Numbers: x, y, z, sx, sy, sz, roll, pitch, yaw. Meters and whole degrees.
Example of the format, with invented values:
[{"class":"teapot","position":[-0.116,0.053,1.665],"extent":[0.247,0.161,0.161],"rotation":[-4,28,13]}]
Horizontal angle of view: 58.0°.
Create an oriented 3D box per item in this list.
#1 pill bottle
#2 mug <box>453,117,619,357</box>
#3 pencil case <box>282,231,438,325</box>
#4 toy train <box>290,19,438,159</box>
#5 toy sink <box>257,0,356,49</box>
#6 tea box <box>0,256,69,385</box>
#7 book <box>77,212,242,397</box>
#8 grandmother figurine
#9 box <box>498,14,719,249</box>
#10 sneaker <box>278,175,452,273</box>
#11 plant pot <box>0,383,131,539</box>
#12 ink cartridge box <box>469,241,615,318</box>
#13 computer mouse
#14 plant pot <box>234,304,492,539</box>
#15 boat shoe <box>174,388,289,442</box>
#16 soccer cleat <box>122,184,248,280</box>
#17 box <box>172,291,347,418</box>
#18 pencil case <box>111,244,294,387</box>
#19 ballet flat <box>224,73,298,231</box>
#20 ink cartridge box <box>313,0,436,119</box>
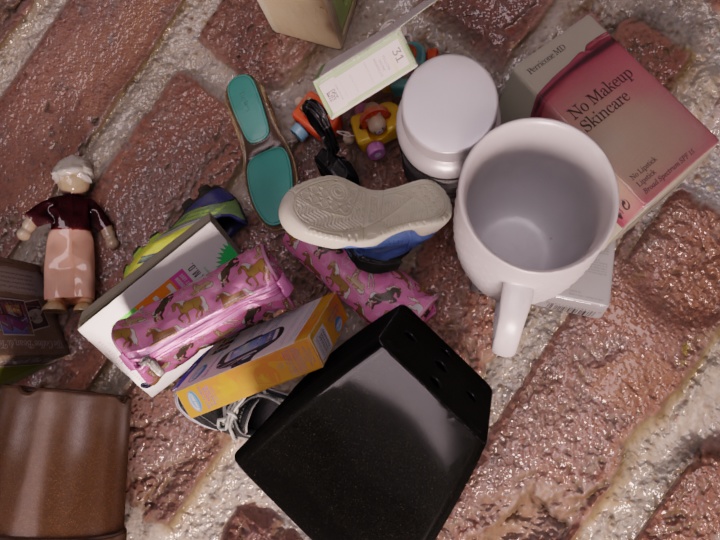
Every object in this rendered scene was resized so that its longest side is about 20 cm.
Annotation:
[{"class":"pill bottle","position":[0.095,-0.149,0.712],"extent":[0.110,0.200,0.118],"rotation":[-1,83,7]},{"class":"mug","position":[0.158,-0.016,0.648],"extent":[0.143,0.176,0.206],"rotation":[11,73,8]},{"class":"pencil case","position":[0.000,0.000,0.768],"extent":[0.199,0.083,0.087],"rotation":[42,71,9]},{"class":"toy train","position":[0.004,-0.225,0.792],"extent":[0.200,0.056,0.150],"rotation":[-47,66,-1]},{"class":"toy sink","position":[-0.046,-0.404,0.794],"extent":[0.109,0.130,0.206],"rotation":[16,85,8]},{"class":"tea box","position":[-0.495,0.082,0.765],"extent":[0.192,0.200,0.137],"rotation":[-25,81,3]},{"class":"book","position":[-0.218,0.045,0.787],"extent":[0.198,0.048,0.135],"rotation":[-37,117,2]},{"class":"grandmother figurine","position":[-0.375,-0.050,0.835],"extent":[0.118,0.060,0.207],"rotation":[7,77,-34]},{"class":"box","position":[0.259,-0.151,0.714],"extent":[0.126,0.110,0.201],"rotation":[-35,75,-16]},{"class":"sneaker","position":[-0.007,-0.039,0.670],"extent":[0.195,0.111,0.079],"rotation":[-10,68,-35]},{"class":"plant pot","position":[-0.353,0.240,0.743],"extent":[0.193,0.201,0.205],"rotation":[2,77,7]},{"class":"ink cartridge box","position":[0.222,-0.060,0.775],"extent":[0.155,0.047,0.206],"rotation":[11,71,9]},{"class":"computer mouse","position":[-0.029,-0.134,0.729],"extent":[0.034,0.201,0.059],"rotation":[-39,74,-7]},{"class":"plant pot","position":[0.026,0.157,0.657],"extent":[0.199,0.200,0.179],"rotation":[42,109,4]},{"class":"boat shoe","position":[-0.137,0.170,0.776],"extent":[0.193,0.068,0.076],"rotation":[18,86,9]},{"class":"soccer cleat","position":[-0.221,-0.015,0.806],"extent":[0.084,0.065,0.201],"rotation":[42,89,18]},{"class":"box","position":[-0.115,0.096,0.725],"extent":[0.196,0.119,0.042],"rotation":[-25,104,20]},{"class":"pencil case","position":[-0.170,0.048,0.718],"extent":[0.196,0.083,0.088],"rotation":[-29,62,-6]},{"class":"ballet flat","position":[-0.115,-0.144,0.806],"extent":[0.068,0.065,0.207],"rotation":[-15,80,6]},{"class":"ink cartridge box","position":[0.045,-0.240,0.679],"extent":[0.196,0.146,0.049],"rotation":[-28,109,11]}]
